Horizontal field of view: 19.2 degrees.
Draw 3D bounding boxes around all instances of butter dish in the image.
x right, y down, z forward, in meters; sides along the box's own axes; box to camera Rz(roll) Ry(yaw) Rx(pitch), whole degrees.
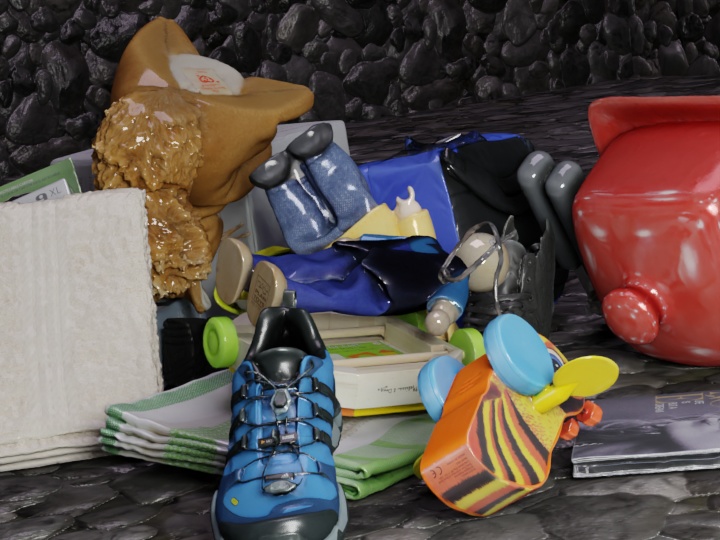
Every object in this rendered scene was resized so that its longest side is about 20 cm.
[{"bbox_3d":[0.220,-0.005,1.441,0.148,0.200,0.199,-39,26,-30],"label":"butter dish"}]

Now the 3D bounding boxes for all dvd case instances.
[{"bbox_3d":[0.225,0.089,1.246,0.199,0.016,0.149,-5,8,9],"label":"dvd case"}]

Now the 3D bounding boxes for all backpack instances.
[{"bbox_3d":[0.064,-0.029,1.664,0.167,0.163,0.200,-5,9,31],"label":"backpack"}]

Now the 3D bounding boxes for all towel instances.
[{"bbox_3d":[-0.198,0.037,1.409,0.132,0.200,0.035,-6,-30,-1],"label":"towel"},{"bbox_3d":[-0.041,0.094,1.302,0.200,0.031,0.149,7,15,33],"label":"towel"}]

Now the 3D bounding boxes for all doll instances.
[{"bbox_3d":[0.013,0.005,1.362,0.200,0.049,0.136,-5,25,-35],"label":"doll"}]

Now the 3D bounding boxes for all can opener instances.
[{"bbox_3d":[0.172,-0.025,1.581,0.053,0.067,0.200,20,-21,37],"label":"can opener"}]

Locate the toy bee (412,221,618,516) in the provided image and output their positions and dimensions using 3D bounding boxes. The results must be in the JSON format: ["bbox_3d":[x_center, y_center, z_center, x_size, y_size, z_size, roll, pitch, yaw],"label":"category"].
[{"bbox_3d":[0.095,0.069,1.185,0.131,0.109,0.200,-22,33,49],"label":"toy bee"}]

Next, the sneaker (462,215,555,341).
[{"bbox_3d":[0.092,0.028,1.452,0.060,0.105,0.200,-2,9,24],"label":"sneaker"}]

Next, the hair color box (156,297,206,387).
[{"bbox_3d":[-0.191,0.059,1.602,0.099,0.061,0.200,-4,9,15],"label":"hair color box"}]

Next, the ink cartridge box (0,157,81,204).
[{"bbox_3d":[-0.231,0.004,1.493,0.104,0.200,0.059,-24,-30,3],"label":"ink cartridge box"}]

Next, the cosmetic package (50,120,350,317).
[{"bbox_3d":[-0.126,-0.031,1.797,0.200,0.167,0.167,-2,10,31],"label":"cosmetic package"}]

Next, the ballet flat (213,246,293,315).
[{"bbox_3d":[-0.039,0.009,1.579,0.067,0.067,0.200,-13,3,-39],"label":"ballet flat"}]

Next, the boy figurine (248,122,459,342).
[{"bbox_3d":[0.000,0.000,1.488,0.124,0.200,0.064,-33,-4,4],"label":"boy figurine"}]

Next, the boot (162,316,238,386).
[{"bbox_3d":[-0.052,0.058,1.512,0.130,0.068,0.200,-4,8,-24],"label":"boot"}]

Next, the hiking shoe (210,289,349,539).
[{"bbox_3d":[-0.048,0.088,1.145,0.074,0.087,0.200,-8,23,1],"label":"hiking shoe"}]

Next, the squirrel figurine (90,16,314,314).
[{"bbox_3d":[-0.143,-0.054,1.562,0.141,0.187,0.200,24,31,8],"label":"squirrel figurine"}]

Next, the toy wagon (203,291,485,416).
[{"bbox_3d":[-0.021,0.047,1.366,0.155,0.040,0.200,-3,14,-29],"label":"toy wagon"}]
